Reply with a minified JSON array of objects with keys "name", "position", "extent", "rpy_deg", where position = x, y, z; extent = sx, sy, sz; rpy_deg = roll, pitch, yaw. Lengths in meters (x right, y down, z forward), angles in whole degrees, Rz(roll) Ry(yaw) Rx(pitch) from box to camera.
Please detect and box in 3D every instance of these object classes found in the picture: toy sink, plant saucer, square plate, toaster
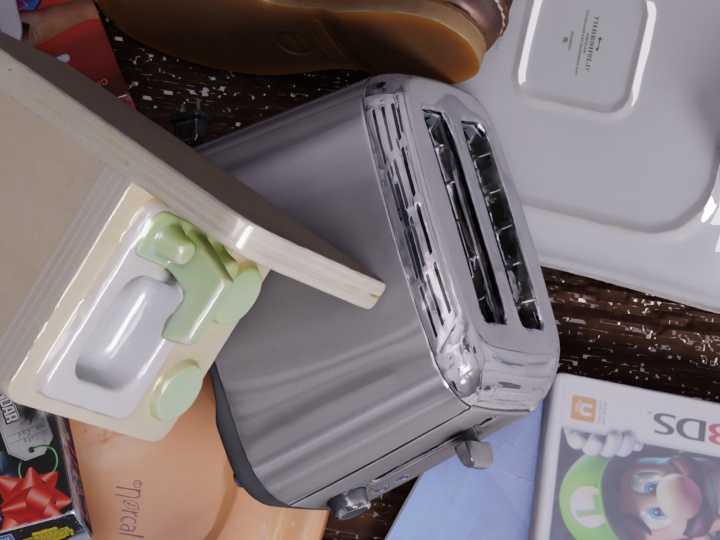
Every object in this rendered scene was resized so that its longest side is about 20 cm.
[{"name":"toy sink","position":[-0.113,-0.007,1.115],"extent":[0.200,0.130,0.112],"rpy_deg":[34,95,26]},{"name":"plant saucer","position":[-0.112,0.089,1.255],"extent":[0.200,0.032,0.201],"rpy_deg":[0,86,1]},{"name":"square plate","position":[0.102,-0.097,1.219],"extent":[0.198,0.028,0.200],"rpy_deg":[14,94,26]},{"name":"toaster","position":[0.000,0.000,1.194],"extent":[0.129,0.114,0.200],"rpy_deg":[-23,73,25]}]

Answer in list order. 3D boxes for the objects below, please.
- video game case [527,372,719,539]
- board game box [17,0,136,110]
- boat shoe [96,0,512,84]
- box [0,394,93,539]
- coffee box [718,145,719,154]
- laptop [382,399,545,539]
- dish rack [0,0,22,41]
[{"name":"video game case","position":[0.160,0.154,1.206],"extent":[0.182,0.023,0.200],"rpy_deg":[11,66,-5]},{"name":"board game box","position":[-0.210,-0.076,1.248],"extent":[0.200,0.019,0.103],"rpy_deg":[-21,56,-4]},{"name":"boat shoe","position":[-0.022,-0.129,1.237],"extent":[0.200,0.070,0.070],"rpy_deg":[9,61,25]},{"name":"box","position":[-0.205,0.040,1.224],"extent":[0.137,0.040,0.200],"rpy_deg":[-15,65,0]},{"name":"coffee box","position":[0.248,0.009,1.178],"extent":[0.114,0.080,0.200],"rpy_deg":[-33,111,-24]},{"name":"laptop","position":[0.085,0.172,1.203],"extent":[0.187,0.200,0.116],"rpy_deg":[29,127,4]},{"name":"dish rack","position":[-0.253,-0.111,1.242],"extent":[0.200,0.044,0.172],"rpy_deg":[-17,54,0]}]
